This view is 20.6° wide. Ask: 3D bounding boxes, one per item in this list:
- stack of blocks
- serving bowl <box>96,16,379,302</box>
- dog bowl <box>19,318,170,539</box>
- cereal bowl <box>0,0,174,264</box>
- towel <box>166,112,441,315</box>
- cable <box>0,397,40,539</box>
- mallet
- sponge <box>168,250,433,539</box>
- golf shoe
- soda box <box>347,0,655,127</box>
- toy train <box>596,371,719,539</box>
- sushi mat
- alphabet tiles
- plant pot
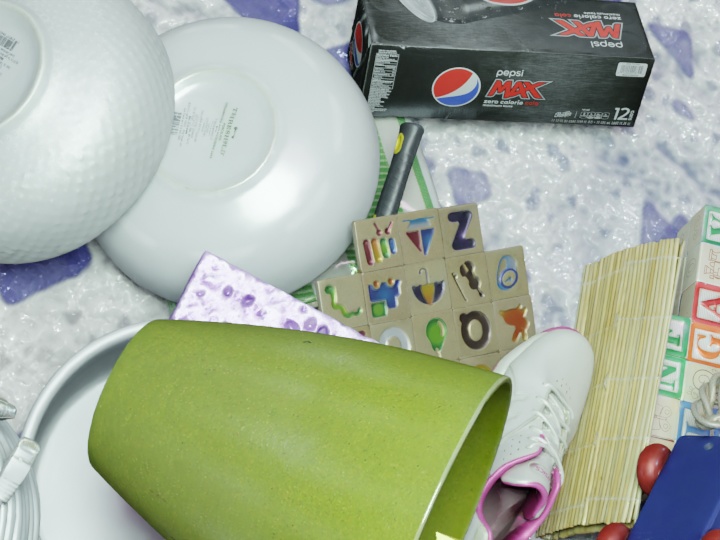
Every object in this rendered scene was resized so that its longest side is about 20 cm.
[{"bbox_3d":[0.239,0.061,1.341,0.115,0.059,0.200,14,70,-7],"label":"stack of blocks"},{"bbox_3d":[-0.091,-0.079,1.279,0.200,0.066,0.200,-2,72,8],"label":"serving bowl"},{"bbox_3d":[-0.115,0.135,1.234,0.200,0.079,0.200,3,71,-10],"label":"dog bowl"},{"bbox_3d":[-0.222,-0.109,1.247,0.200,0.083,0.200,-7,69,18],"label":"cereal bowl"},{"bbox_3d":[-0.046,-0.040,1.338,0.200,0.023,0.153,-14,74,-14],"label":"towel"},{"bbox_3d":[-0.286,0.149,1.163,0.200,0.069,0.200,19,86,21],"label":"cable"},{"bbox_3d":[0.000,0.000,1.299,0.041,0.066,0.200,22,73,-25],"label":"mallet"},{"bbox_3d":[-0.033,0.083,1.205,0.200,0.030,0.112,28,75,-3],"label":"sponge"},{"bbox_3d":[0.106,0.118,1.259,0.075,0.091,0.200,45,63,-23],"label":"golf shoe"},{"bbox_3d":[0.095,-0.147,1.367,0.200,0.063,0.071,2,44,-11],"label":"soda box"},{"bbox_3d":[0.228,0.154,1.241,0.200,0.085,0.116,-55,131,-40],"label":"toy train"},{"bbox_3d":[0.165,0.077,1.306,0.012,0.096,0.200,24,68,-27],"label":"sushi mat"},{"bbox_3d":[0.050,0.061,1.282,0.166,0.006,0.200,-10,93,-34],"label":"alphabet tiles"},{"bbox_3d":[-0.044,0.107,1.105,0.200,0.187,0.187,22,68,12],"label":"plant pot"}]
